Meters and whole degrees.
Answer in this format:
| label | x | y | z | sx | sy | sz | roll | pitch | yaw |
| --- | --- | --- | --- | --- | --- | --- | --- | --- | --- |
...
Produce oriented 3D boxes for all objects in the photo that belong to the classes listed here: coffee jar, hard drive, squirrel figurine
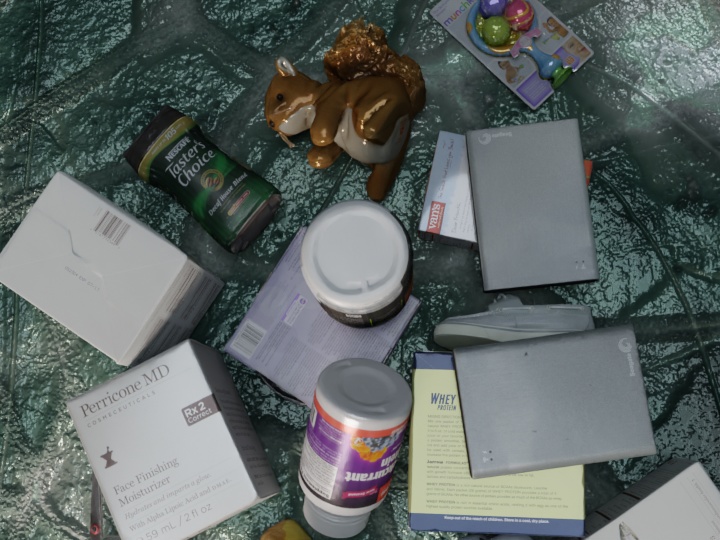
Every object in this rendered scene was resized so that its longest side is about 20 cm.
| label | x | y | z | sx | sy | sz | roll | pitch | yaw |
| --- | --- | --- | --- | --- | --- | --- | --- | --- | --- |
| coffee jar | -0.207 | -0.121 | 1.205 | 0.200 | 0.085 | 0.104 | 39 | 85 | 10 |
| hard drive | 0.209 | 0.142 | 1.013 | 0.198 | 0.033 | 0.141 | -8 | 80 | 1 |
| hard drive | 0.208 | -0.079 | 1.135 | 0.138 | 0.033 | 0.202 | -6 | 81 | 3 |
| squirrel figurine | -0.022 | -0.223 | 1.201 | 0.186 | 0.142 | 0.201 | 22 | 69 | 18 |

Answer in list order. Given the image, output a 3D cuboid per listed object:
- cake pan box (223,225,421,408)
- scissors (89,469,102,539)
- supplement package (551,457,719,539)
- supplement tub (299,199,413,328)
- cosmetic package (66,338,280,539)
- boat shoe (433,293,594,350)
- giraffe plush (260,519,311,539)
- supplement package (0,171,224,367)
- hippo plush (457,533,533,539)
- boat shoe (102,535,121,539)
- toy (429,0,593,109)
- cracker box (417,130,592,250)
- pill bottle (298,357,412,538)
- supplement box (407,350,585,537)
| label | x | y | z | sx | sy | sz | roll | pitch | yaw |
| --- | --- | --- | --- | --- | --- | --- | --- | --- | --- |
| cake pan box | -0.048 | 0.075 | 1.179 | 0.183 | 0.052 | 0.201 | 31 | 84 | 10 |
| scissors | -0.308 | 0.321 | 1.103 | 0.073 | 0.014 | 0.202 | 9 | 81 | 19 |
| supplement package | 0.330 | 0.321 | 1.075 | 0.199 | 0.117 | 0.117 | -34 | 80 | -1 |
| supplement tub | 0.000 | 0.000 | 1.063 | 0.121 | 0.200 | 0.124 | -1 | 79 | 3 |
| cosmetic package | -0.217 | 0.212 | 1.110 | 0.164 | 0.165 | 0.201 | -27 | 80 | -1 |
| boat shoe | 0.192 | 0.068 | 1.160 | 0.199 | 0.070 | 0.072 | 2 | 64 | 5 |
| giraffe plush | -0.072 | 0.393 | 1.070 | 0.199 | 0.162 | 0.174 | 15 | 82 | 7 |
| supplement package | -0.298 | 0.010 | 1.133 | 0.191 | 0.200 | 0.148 | 33 | 84 | 8 |
| hippo plush | 0.167 | 0.391 | 1.086 | 0.199 | 0.159 | 0.162 | -28 | 54 | 41 |
| boat shoe | -0.256 | 0.405 | 1.122 | 0.201 | 0.072 | 0.070 | 43 | 86 | 10 |
| toy | 0.200 | -0.322 | 1.226 | 0.115 | 0.047 | 0.200 | -43 | 81 | -5 |
| cracker box | 0.182 | -0.089 | 1.184 | 0.198 | 0.058 | 0.135 | 13 | 82 | 5 |
| pill bottle | -0.012 | 0.212 | 1.083 | 0.111 | 0.112 | 0.201 | 17 | 122 | 7 |
| supplement box | 0.157 | 0.202 | 1.099 | 0.198 | 0.134 | 0.201 | 1 | 80 | 4 |
